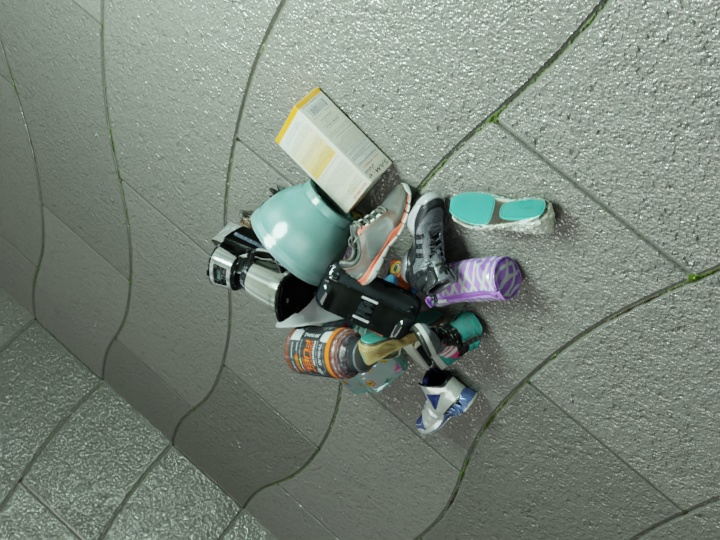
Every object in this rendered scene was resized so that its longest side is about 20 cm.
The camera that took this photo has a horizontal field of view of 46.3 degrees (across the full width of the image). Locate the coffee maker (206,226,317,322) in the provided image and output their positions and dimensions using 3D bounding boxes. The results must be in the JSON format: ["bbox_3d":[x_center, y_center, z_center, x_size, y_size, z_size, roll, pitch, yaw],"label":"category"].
[{"bbox_3d":[-0.192,0.002,1.766,0.198,0.191,0.137,25,106,26],"label":"coffee maker"}]

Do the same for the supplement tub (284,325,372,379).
[{"bbox_3d":[-0.062,0.171,1.769,0.198,0.107,0.108,-1,127,44],"label":"supplement tub"}]

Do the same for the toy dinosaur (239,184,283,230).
[{"bbox_3d":[-0.171,-0.107,1.838,0.196,0.104,0.136,-4,154,1],"label":"toy dinosaur"}]

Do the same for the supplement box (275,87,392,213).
[{"bbox_3d":[-0.052,-0.222,1.572,0.200,0.074,0.126,45,147,-1],"label":"supplement box"}]

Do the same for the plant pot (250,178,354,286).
[{"bbox_3d":[-0.096,-0.090,1.632,0.200,0.200,0.134,44,108,0],"label":"plant pot"}]

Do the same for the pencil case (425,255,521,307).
[{"bbox_3d":[0.203,0.023,1.554,0.199,0.086,0.084,-13,120,52],"label":"pencil case"}]

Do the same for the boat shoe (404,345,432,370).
[{"bbox_3d":[0.101,0.123,1.801,0.201,0.060,0.074,53,165,-10],"label":"boat shoe"}]

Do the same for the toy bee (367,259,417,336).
[{"bbox_3d":[0.078,0.031,1.679,0.132,0.199,0.109,53,-177,-25],"label":"toy bee"}]

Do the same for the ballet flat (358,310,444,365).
[{"bbox_3d":[0.084,0.138,1.714,0.069,0.197,0.064,35,138,58],"label":"ballet flat"}]

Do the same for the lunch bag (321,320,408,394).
[{"bbox_3d":[-0.003,0.190,1.919,0.170,0.123,0.199,42,152,-18],"label":"lunch bag"}]

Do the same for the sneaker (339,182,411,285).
[{"bbox_3d":[0.025,-0.077,1.539,0.081,0.203,0.077,27,177,-14],"label":"sneaker"}]

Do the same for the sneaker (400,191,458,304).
[{"bbox_3d":[0.135,-0.036,1.520,0.114,0.074,0.203,51,142,41],"label":"sneaker"}]

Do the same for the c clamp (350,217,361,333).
[{"bbox_3d":[0.000,0.000,1.682,0.027,0.173,0.201,3,146,11],"label":"c clamp"}]

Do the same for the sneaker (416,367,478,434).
[{"bbox_3d":[0.173,0.280,1.889,0.115,0.080,0.200,46,141,3],"label":"sneaker"}]

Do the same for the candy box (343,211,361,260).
[{"bbox_3d":[-0.050,-0.055,1.777,0.101,0.027,0.202,19,138,14],"label":"candy box"}]

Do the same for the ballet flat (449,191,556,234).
[{"bbox_3d":[0.239,-0.087,1.414,0.198,0.072,0.073,11,135,41],"label":"ballet flat"}]

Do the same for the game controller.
[{"bbox_3d":[0.014,0.060,1.610,0.197,0.042,0.105,24,119,-7],"label":"game controller"}]

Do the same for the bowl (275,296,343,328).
[{"bbox_3d":[-0.098,0.068,1.875,0.199,0.199,0.092,-7,92,50],"label":"bowl"}]

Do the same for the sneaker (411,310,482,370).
[{"bbox_3d":[0.177,0.125,1.652,0.084,0.120,0.200,56,-176,26],"label":"sneaker"}]

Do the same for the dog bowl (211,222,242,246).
[{"bbox_3d":[-0.248,-0.037,1.948,0.198,0.059,0.200,33,170,6],"label":"dog bowl"}]
